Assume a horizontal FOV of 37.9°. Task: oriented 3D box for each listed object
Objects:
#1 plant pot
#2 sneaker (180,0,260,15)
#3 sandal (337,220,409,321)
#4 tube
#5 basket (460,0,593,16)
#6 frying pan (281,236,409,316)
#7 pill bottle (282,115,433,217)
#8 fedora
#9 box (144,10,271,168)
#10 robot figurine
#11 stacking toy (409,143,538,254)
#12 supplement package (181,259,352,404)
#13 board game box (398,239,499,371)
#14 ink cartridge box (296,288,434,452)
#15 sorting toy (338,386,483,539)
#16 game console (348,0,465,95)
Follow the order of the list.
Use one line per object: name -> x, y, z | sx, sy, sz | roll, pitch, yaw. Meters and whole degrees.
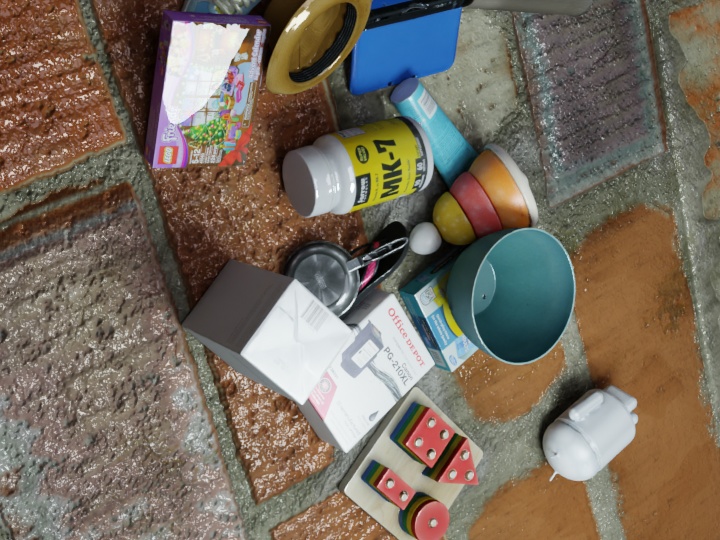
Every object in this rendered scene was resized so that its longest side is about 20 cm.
plant pot -> 0.207, 0.031, 1.590 | 0.198, 0.134, 0.203 | -4, 98, -31
sneaker -> -0.154, -0.367, 1.354 | 0.079, 0.130, 0.201 | 41, 75, -22
sandal -> 0.000, 0.000, 1.543 | 0.200, 0.075, 0.045 | -49, 127, -15
tube -> 0.120, -0.207, 1.610 | 0.077, 0.050, 0.200 | -45, 125, -5
basket -> 0.236, -0.467, 1.595 | 0.198, 0.136, 0.182 | -11, 75, -25
frying pan -> -0.021, 0.013, 1.504 | 0.187, 0.031, 0.117 | -3, 88, 3
pill bottle -> -0.004, -0.146, 1.497 | 0.198, 0.114, 0.116 | -19, 107, -29
fedora -> -0.073, -0.327, 1.400 | 0.200, 0.201, 0.082 | -36, 73, -24
box -> -0.199, -0.231, 1.357 | 0.136, 0.039, 0.202 | -5, 124, -31
robot figurine -> 0.396, 0.285, 1.817 | 0.199, 0.113, 0.171 | -35, 128, -24
stacking toy -> 0.161, -0.090, 1.617 | 0.199, 0.146, 0.147 | -29, 113, -3
supplement package -> -0.128, 0.077, 1.397 | 0.121, 0.199, 0.120 | 43, 75, -30
board game box -> 0.173, 0.040, 1.678 | 0.199, 0.047, 0.152 | -38, 115, -22
ink cartridge box -> -0.006, 0.142, 1.554 | 0.200, 0.084, 0.145 | -43, 117, -20
sorting toy -> 0.099, 0.323, 1.657 | 0.199, 0.069, 0.201 | 45, 73, -29
game console -> 0.047, -0.380, 1.552 | 0.198, 0.118, 0.172 | -20, 76, -29
